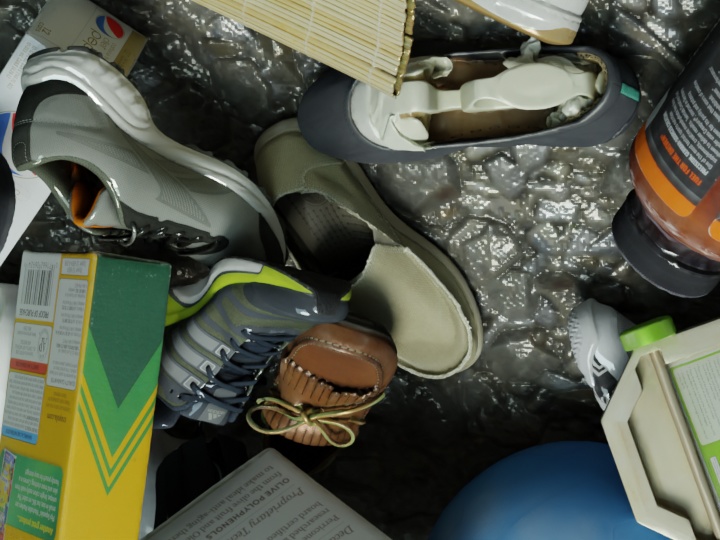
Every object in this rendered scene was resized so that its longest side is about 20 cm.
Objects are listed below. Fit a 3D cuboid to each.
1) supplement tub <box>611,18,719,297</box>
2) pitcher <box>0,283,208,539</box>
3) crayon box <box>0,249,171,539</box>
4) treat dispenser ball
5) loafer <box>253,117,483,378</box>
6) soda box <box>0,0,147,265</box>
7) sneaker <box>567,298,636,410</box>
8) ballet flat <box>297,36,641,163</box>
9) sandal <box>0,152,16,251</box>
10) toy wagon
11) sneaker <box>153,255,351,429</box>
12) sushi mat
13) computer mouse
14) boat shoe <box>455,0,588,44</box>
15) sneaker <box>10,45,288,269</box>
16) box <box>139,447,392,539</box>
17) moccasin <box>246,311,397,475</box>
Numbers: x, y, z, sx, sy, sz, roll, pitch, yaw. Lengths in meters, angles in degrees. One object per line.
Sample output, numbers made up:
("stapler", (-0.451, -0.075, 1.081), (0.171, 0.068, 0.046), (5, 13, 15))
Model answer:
("supplement tub", (0.215, -0.077, 1.077), (0.107, 0.107, 0.200), (28, 126, -8))
("pitcher", (-0.210, 0.108, 1.302), (0.171, 0.122, 0.200), (-24, 128, 29))
("crayon box", (-0.166, 0.091, 1.153), (0.051, 0.201, 0.126), (9, 177, -28))
("treat dispenser ball", (0.134, 0.207, 1.241), (0.200, 0.201, 0.202), (6, 126, 8))
("loafer", (0.000, 0.000, 1.203), (0.076, 0.068, 0.200), (-30, 115, 29))
("soda box", (-0.207, -0.073, 1.196), (0.064, 0.068, 0.200), (32, 125, -10))
("sneaker", (0.223, 0.071, 1.207), (0.115, 0.075, 0.200), (-39, 103, 22))
("ballet flat", (0.056, -0.098, 1.116), (0.199, 0.073, 0.073), (-2, 125, 11))
("sandal", (-0.259, -0.054, 1.154), (0.043, 0.200, 0.076), (4, 110, -40))
("toy wagon", (0.243, 0.084, 1.144), (0.199, 0.040, 0.156), (-20, 89, 7))
("sneaker", (-0.072, 0.045, 1.135), (0.074, 0.081, 0.200), (12, 161, -32))
("sushi mat", (-0.059, -0.165, 1.080), (0.199, 0.012, 0.096), (27, 143, 17))
("computer mouse", (-0.114, 0.146, 1.245), (0.046, 0.140, 0.201), (9, 90, 44))
("boat shoe", (0.036, -0.191, 1.066), (0.199, 0.071, 0.070), (26, 101, 3))
("sneaker", (-0.121, -0.040, 1.116), (0.074, 0.080, 0.200), (-13, 141, 41))
("box", (-0.059, 0.261, 1.178), (0.171, 0.200, 0.200), (33, 145, 36))
("moccasin", (-0.028, 0.078, 1.213), (0.073, 0.078, 0.201), (24, 154, -7))
